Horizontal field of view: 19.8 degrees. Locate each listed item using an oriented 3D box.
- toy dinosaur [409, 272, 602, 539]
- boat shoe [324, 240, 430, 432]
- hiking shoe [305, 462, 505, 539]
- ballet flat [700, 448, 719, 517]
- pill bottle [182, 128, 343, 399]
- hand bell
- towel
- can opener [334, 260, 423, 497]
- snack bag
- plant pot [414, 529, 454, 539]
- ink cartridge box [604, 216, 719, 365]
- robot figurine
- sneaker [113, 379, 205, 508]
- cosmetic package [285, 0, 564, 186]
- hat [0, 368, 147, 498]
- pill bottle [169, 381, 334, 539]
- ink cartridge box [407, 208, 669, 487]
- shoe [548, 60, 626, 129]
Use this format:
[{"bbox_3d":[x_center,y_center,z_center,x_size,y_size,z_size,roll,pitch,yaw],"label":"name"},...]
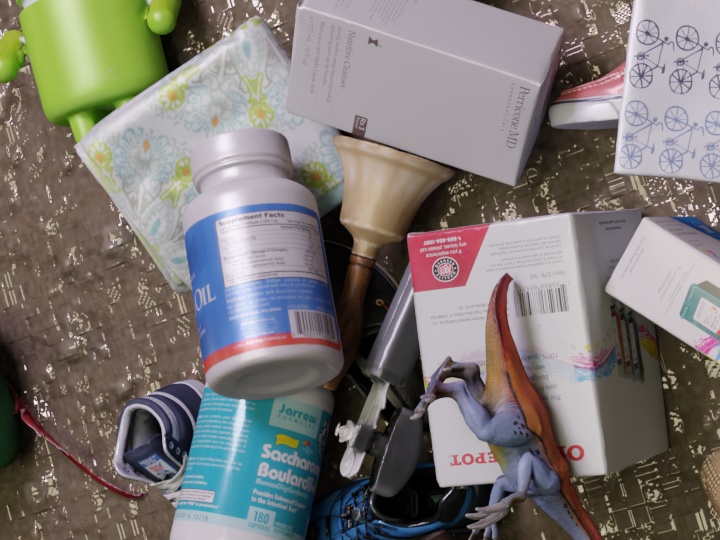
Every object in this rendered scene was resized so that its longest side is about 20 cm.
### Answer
[{"bbox_3d":[0.123,0.136,1.488,0.181,0.105,0.200,33,97,0],"label":"toy dinosaur"},{"bbox_3d":[0.007,0.052,1.721,0.074,0.063,0.201,-48,69,24],"label":"boat shoe"},{"bbox_3d":[0.016,0.193,1.700,0.200,0.087,0.074,-20,66,25],"label":"hiking shoe"},{"bbox_3d":[0.331,0.207,1.547,0.200,0.065,0.071,41,110,21],"label":"ballet flat"},{"bbox_3d":[-0.082,-0.006,1.647,0.112,0.112,0.200,-21,67,28],"label":"pill bottle"},{"bbox_3d":[0.000,0.000,1.679,0.104,0.104,0.200,16,90,27],"label":"hand bell"},{"bbox_3d":[-0.118,-0.092,1.740,0.200,0.048,0.171,-32,104,13],"label":"towel"},{"bbox_3d":[0.033,0.081,1.658,0.066,0.053,0.200,20,84,-13],"label":"can opener"},{"bbox_3d":[0.294,-0.150,1.515,0.200,0.021,0.189,8,86,2],"label":"snack bag"},{"bbox_3d":[0.063,0.314,1.623,0.187,0.187,0.200,-26,83,27],"label":"plant pot"},{"bbox_3d":[0.295,0.037,1.531,0.200,0.116,0.067,34,106,23],"label":"ink cartridge box"},{"bbox_3d":[-0.235,-0.203,1.809,0.175,0.116,0.200,-16,86,13],"label":"robot figurine"},{"bbox_3d":[-0.143,0.192,1.781,0.070,0.108,0.200,-32,77,27],"label":"sneaker"},{"bbox_3d":[0.050,-0.157,1.624,0.200,0.081,0.113,19,135,10],"label":"cosmetic package"},{"bbox_3d":[-0.328,0.155,1.933,0.166,0.176,0.200,-45,34,25],"label":"hat"},{"bbox_3d":[-0.085,0.147,1.714,0.111,0.111,0.200,5,76,28],"label":"pill bottle"},{"bbox_3d":[0.140,0.059,1.599,0.145,0.145,0.200,-7,89,29],"label":"ink cartridge box"},{"bbox_3d":[0.238,-0.165,1.583,0.200,0.071,0.091,-8,87,23],"label":"shoe"}]
